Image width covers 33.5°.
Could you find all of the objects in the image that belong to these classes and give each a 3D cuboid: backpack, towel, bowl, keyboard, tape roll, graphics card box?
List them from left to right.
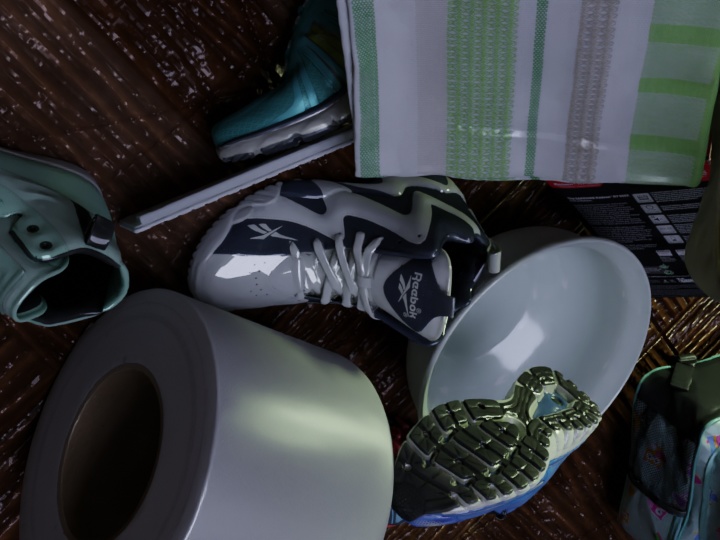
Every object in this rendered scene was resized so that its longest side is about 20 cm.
[{"bbox_3d":[-0.097,0.127,0.726,0.138,0.203,0.204,23,105,-39],"label":"tape roll"},{"bbox_3d":[-0.052,-0.065,0.734,0.199,0.056,0.011,-24,99,-17],"label":"keyboard"},{"bbox_3d":[0.107,0.045,0.871,0.199,0.090,0.203,-17,127,-24],"label":"bowl"},{"bbox_3d":[0.088,-0.099,0.631,0.198,0.031,0.150,4,142,9],"label":"towel"},{"bbox_3d":[0.230,-0.043,0.863,0.200,0.125,0.051,40,57,-44],"label":"graphics card box"},{"bbox_3d":[0.324,0.182,1.057,0.174,0.153,0.202,-15,131,-30],"label":"backpack"}]

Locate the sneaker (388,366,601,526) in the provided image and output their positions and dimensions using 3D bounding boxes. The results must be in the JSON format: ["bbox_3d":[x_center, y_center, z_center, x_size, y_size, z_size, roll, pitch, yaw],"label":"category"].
[{"bbox_3d":[0.084,0.132,0.779,0.199,0.078,0.090,-12,136,-51],"label":"sneaker"}]

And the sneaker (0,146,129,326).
[{"bbox_3d":[-0.213,-0.026,0.615,0.199,0.118,0.074,8,115,-33],"label":"sneaker"}]

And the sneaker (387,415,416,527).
[{"bbox_3d":[-0.009,0.159,0.895,0.199,0.080,0.096,19,117,-29],"label":"sneaker"}]

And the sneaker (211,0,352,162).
[{"bbox_3d":[-0.011,-0.136,0.716,0.199,0.078,0.080,-37,97,1],"label":"sneaker"}]

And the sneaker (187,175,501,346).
[{"bbox_3d":[0.000,0.000,0.754,0.197,0.130,0.080,-11,122,-26],"label":"sneaker"}]

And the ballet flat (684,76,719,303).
[{"bbox_3d":[0.223,-0.053,0.650,0.069,0.070,0.201,-21,133,-19],"label":"ballet flat"}]
